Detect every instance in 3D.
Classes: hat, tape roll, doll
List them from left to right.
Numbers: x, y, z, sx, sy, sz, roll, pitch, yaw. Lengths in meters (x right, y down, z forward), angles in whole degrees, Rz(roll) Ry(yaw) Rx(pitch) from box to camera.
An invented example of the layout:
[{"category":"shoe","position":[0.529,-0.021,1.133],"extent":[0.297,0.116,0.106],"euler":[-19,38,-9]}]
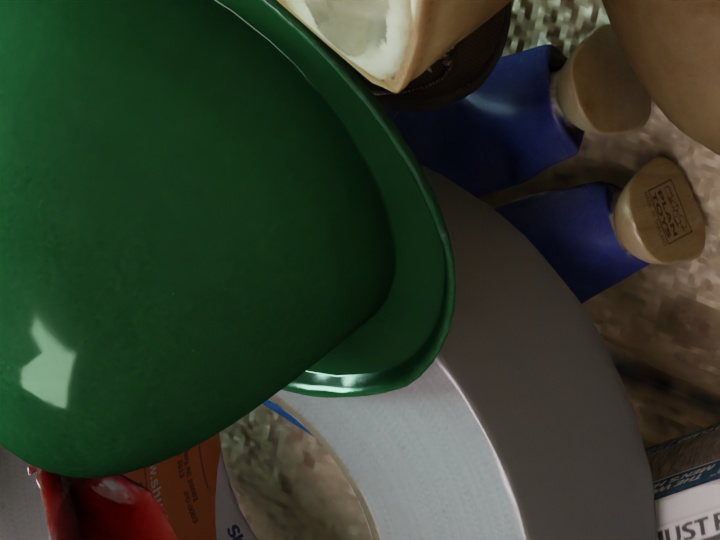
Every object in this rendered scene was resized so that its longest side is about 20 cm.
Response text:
[{"category":"hat","position":[-0.085,0.030,0.651],"extent":[0.199,0.176,0.166],"euler":[20,146,30]},{"category":"tape roll","position":[-0.018,0.066,0.806],"extent":[0.199,0.066,0.201],"euler":[14,115,32]},{"category":"doll","position":[0.000,0.000,0.840],"extent":[0.199,0.048,0.137],"euler":[-18,100,33]}]

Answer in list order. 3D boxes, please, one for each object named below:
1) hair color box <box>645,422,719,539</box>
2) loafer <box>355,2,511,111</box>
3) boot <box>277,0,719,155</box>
[{"category":"hair color box","position":[0.145,0.137,0.809],"extent":[0.100,0.060,0.201],"euler":[-22,99,34]},{"category":"loafer","position":[-0.054,-0.089,0.743],"extent":[0.199,0.071,0.073],"euler":[8,90,-5]},{"category":"boot","position":[0.045,-0.081,0.687],"extent":[0.066,0.200,0.176],"euler":[-14,103,32]}]
